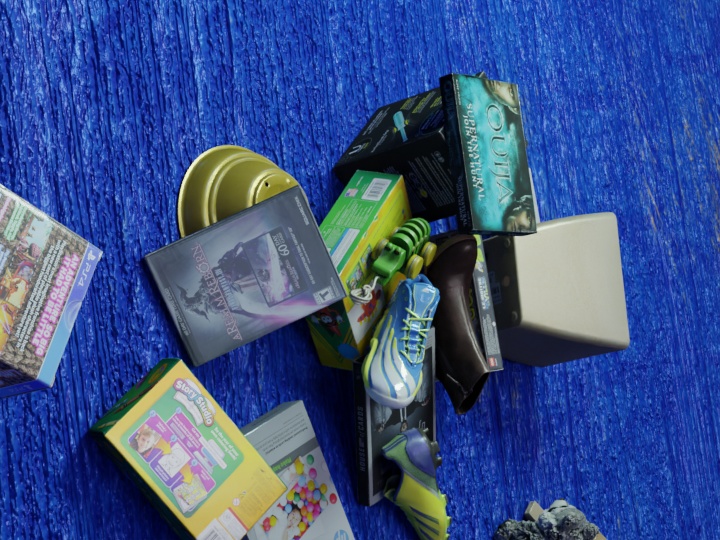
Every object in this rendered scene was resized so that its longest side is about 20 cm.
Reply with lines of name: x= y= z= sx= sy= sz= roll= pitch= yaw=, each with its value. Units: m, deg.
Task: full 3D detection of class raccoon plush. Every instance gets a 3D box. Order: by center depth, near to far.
raccoon plush: x=0.269 y=0.424 z=1.827 sx=0.096 sy=0.133 sz=0.202 roll=11 pitch=72 yaw=-45

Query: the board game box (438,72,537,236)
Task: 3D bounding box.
board game box: x=0.164 y=-0.145 z=1.654 sx=0.135 sy=0.028 sz=0.202 roll=0 pitch=80 yaw=-45

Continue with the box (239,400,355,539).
box: x=-0.097 y=0.279 z=1.551 sx=0.155 sy=0.041 sz=0.202 roll=-26 pitch=100 yaw=-46

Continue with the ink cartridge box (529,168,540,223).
ink cartridge box: x=0.200 y=-0.105 z=1.969 sx=0.199 sy=0.037 sz=0.096 roll=-6 pitch=85 yaw=-50

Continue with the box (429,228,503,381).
box: x=0.131 y=0.048 z=1.801 sx=0.035 sy=0.109 sz=0.202 roll=-3 pitch=82 yaw=-46

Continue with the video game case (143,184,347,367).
video game case: x=-0.133 y=0.006 z=1.509 sx=0.199 sy=0.019 sz=0.144 roll=-25 pitch=100 yaw=-6

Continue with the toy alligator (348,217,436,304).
toy alligator: x=0.045 y=-0.021 z=1.582 sx=0.200 sy=0.059 sz=0.055 roll=-41 pitch=152 yaw=-53

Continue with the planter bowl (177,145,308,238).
planter bowl: x=-0.120 y=-0.065 z=1.585 sx=0.199 sy=0.083 sz=0.203 roll=15 pitch=70 yaw=-44

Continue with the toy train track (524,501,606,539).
toy train track: x=0.308 y=0.420 z=1.950 sx=0.200 sy=0.032 sz=0.115 roll=47 pitch=57 yaw=-20

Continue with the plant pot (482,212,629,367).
plant pot: x=0.250 y=0.026 z=1.884 sx=0.176 sy=0.199 sz=0.202 roll=5 pitch=76 yaw=-34

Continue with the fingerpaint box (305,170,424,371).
fingerpaint box: x=0.000 y=0.000 z=1.663 sx=0.201 sy=0.073 sz=0.168 roll=-59 pitch=145 yaw=-38

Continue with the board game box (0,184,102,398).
board game box: x=-0.382 y=0.008 z=1.279 sx=0.200 sy=0.096 sz=0.161 roll=37 pitch=55 yaw=-34

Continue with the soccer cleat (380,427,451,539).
soccer cleat: x=0.069 y=0.291 z=1.691 sx=0.083 sy=0.065 sz=0.202 roll=-20 pitch=125 yaw=-13

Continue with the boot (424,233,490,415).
boot: x=0.137 y=0.070 z=1.712 sx=0.072 sy=0.201 sz=0.167 roll=-5 pitch=47 yaw=-30

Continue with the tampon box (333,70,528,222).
tampon box: x=0.095 y=-0.155 z=1.750 sx=0.127 sy=0.199 sz=0.150 roll=54 pitch=48 yaw=-22

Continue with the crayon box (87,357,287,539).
crayon box: x=-0.187 y=0.209 z=1.425 sx=0.119 sy=0.058 sz=0.201 roll=-45 pitch=107 yaw=-25

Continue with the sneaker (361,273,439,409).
sneaker: x=0.051 y=0.074 z=1.576 sx=0.075 sy=0.106 sz=0.201 roll=15 pitch=34 yaw=-3

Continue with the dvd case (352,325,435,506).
dvd case: x=0.046 y=0.187 z=1.684 sx=0.150 sy=0.025 sz=0.202 roll=-25 pitch=119 yaw=-46
